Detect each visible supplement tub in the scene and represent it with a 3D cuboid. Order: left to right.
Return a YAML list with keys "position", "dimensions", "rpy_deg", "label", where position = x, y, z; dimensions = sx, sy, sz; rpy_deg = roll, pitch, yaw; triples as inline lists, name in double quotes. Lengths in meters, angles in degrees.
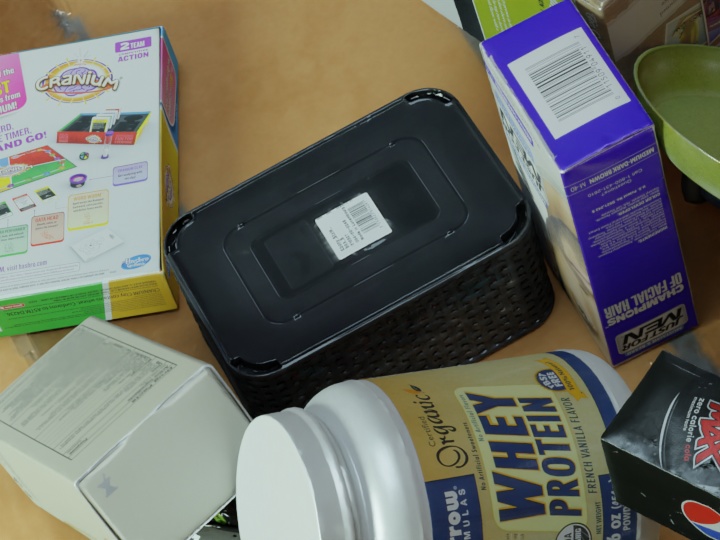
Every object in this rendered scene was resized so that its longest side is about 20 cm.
- position: [0.046, 0.125, 1.607]
  dimensions: [0.199, 0.145, 0.145]
  rpy_deg: [-8, 49, -23]
  label: "supplement tub"

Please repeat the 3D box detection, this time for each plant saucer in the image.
- position: [0.240, -0.065, 1.664]
  dimensions: [0.199, 0.031, 0.200]
  rpy_deg: [18, 26, -9]
  label: "plant saucer"

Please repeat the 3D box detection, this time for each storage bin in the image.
- position: [0.000, 0.000, 1.777]
  dimensions: [0.199, 0.094, 0.135]
  rpy_deg: [-29, 53, -5]
  label: "storage bin"

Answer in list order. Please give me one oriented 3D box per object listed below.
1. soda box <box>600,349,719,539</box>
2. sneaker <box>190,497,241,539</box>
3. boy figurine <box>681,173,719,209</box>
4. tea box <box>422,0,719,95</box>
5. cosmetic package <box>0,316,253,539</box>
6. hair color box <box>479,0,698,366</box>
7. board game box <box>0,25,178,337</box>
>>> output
- position: [0.221, 0.118, 1.493]
  dimensions: [0.199, 0.071, 0.063]
  rpy_deg: [26, 65, 27]
  label: "soda box"
- position: [-0.089, 0.145, 1.705]
  dimensions: [0.199, 0.083, 0.071]
  rpy_deg: [-24, 53, -2]
  label: "sneaker"
- position: [0.279, -0.026, 1.738]
  dimensions: [0.124, 0.065, 0.200]
  rpy_deg: [-38, 52, -24]
  label: "boy figurine"
- position: [0.151, -0.222, 1.773]
  dimensions: [0.200, 0.134, 0.196]
  rpy_deg: [-44, 58, -16]
  label: "tea box"
- position: [-0.138, 0.096, 1.698]
  dimensions: [0.105, 0.071, 0.200]
  rpy_deg: [-41, 21, -12]
  label: "cosmetic package"
- position: [0.132, -0.047, 1.707]
  dimensions: [0.065, 0.200, 0.110]
  rpy_deg: [-27, 53, -3]
  label: "hair color box"
- position: [-0.192, -0.056, 1.900]
  dimensions: [0.152, 0.040, 0.201]
  rpy_deg: [-9, 54, 9]
  label: "board game box"
